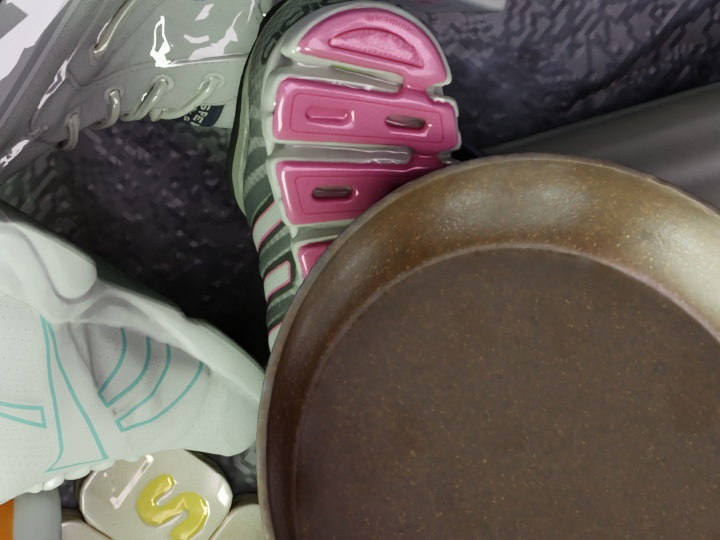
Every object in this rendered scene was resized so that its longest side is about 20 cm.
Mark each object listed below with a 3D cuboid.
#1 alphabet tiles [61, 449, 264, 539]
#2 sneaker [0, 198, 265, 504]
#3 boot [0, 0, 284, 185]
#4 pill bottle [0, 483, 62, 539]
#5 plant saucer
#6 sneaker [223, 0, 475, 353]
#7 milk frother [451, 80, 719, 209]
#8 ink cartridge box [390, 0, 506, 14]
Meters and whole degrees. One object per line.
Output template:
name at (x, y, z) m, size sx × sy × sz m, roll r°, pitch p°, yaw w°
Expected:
alphabet tiles at (-0.101, 0.152, 0.861) m, size 0.195 × 0.015 × 0.200 m, roll 37°, pitch 93°, yaw -22°
sneaker at (-0.095, 0.031, 0.760) m, size 0.080 × 0.070 × 0.200 m, roll -62°, pitch 149°, yaw -2°
boot at (-0.079, -0.062, 0.776) m, size 0.095 × 0.074 × 0.200 m, roll 31°, pitch 98°, yaw -26°
pill bottle at (-0.195, 0.109, 0.766) m, size 0.199 × 0.113 × 0.113 m, roll 4°, pitch 104°, yaw -11°
plant saucer at (0.060, 0.065, 0.694) m, size 0.200 × 0.034 × 0.201 m, roll 9°, pitch 66°, yaw -21°
sneaker at (0.000, 0.000, 0.772) m, size 0.073 × 0.088 × 0.201 m, roll -10°, pitch 118°, yaw -7°
milk frother at (0.151, 0.031, 0.799) m, size 0.188 × 0.200 × 0.181 m, roll -17°, pitch 113°, yaw -10°
ink cartridge box at (-0.027, -0.179, 0.724) m, size 0.199 × 0.057 × 0.163 m, roll 15°, pitch 85°, yaw -30°
